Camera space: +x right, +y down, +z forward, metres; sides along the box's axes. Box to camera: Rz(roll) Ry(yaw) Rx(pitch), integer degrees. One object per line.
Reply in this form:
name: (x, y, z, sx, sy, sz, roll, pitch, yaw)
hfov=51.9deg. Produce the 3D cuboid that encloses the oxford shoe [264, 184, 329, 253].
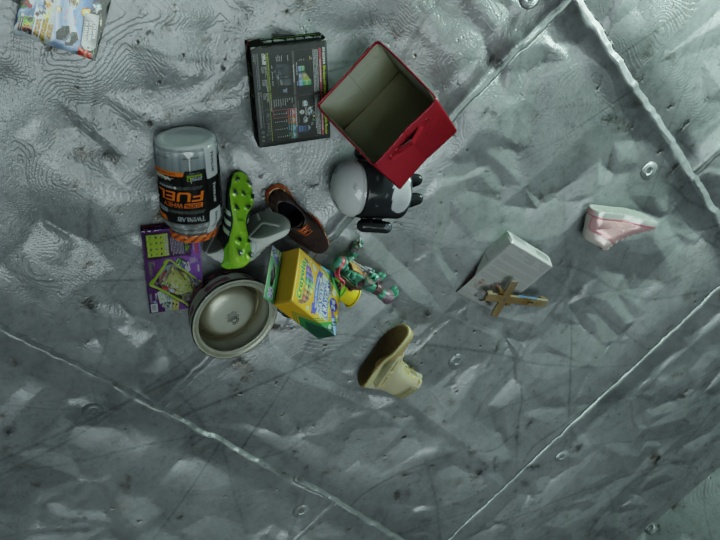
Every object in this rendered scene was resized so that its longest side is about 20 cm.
oxford shoe: (-0.131, -0.094, 1.582, 0.071, 0.073, 0.200, -41, 126, 6)

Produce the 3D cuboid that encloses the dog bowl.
dog bowl: (-0.285, 0.088, 1.614, 0.198, 0.074, 0.202, -19, 128, -25)

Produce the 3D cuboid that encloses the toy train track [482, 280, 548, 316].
toy train track: (0.394, 0.068, 1.888, 0.197, 0.033, 0.116, 8, 125, -27)

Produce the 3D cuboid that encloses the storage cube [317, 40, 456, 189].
storage cube: (0.056, -0.296, 1.434, 0.171, 0.200, 0.180, -45, 159, 8)

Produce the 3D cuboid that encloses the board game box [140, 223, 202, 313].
board game box: (-0.394, -0.006, 1.559, 0.118, 0.032, 0.202, -5, 122, -14)

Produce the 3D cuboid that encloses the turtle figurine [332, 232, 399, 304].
turtle figurine: (0.000, 0.000, 1.655, 0.100, 0.151, 0.200, -34, 138, 17)

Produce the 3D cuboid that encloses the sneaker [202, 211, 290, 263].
sneaker: (-0.228, -0.064, 1.551, 0.198, 0.071, 0.080, -17, 143, 19)

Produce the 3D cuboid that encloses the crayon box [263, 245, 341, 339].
crayon box: (-0.117, 0.044, 1.553, 0.051, 0.127, 0.200, -13, 145, 29)

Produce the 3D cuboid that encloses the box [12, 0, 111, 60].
box: (-0.485, -0.470, 1.231, 0.135, 0.040, 0.202, 14, 114, -27)

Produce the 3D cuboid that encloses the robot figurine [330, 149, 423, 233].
robot figurine: (0.032, -0.172, 1.572, 0.197, 0.151, 0.126, 0, 137, -22)

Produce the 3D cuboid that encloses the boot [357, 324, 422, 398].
boot: (0.105, 0.236, 1.879, 0.154, 0.073, 0.201, 25, 110, -31)

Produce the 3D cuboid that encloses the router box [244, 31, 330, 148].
router box: (-0.138, -0.349, 1.430, 0.148, 0.062, 0.202, -10, 123, -15)

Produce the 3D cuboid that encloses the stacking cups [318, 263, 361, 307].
stacking cups: (-0.091, 0.015, 1.683, 0.199, 0.061, 0.061, 31, 106, -28)

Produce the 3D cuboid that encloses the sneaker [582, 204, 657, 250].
sneaker: (0.656, -0.103, 1.891, 0.197, 0.076, 0.106, 6, 113, -16)

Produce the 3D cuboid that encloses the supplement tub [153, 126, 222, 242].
supplement tub: (-0.330, -0.164, 1.430, 0.121, 0.123, 0.202, -9, 123, -16)

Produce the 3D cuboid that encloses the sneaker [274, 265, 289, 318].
sneaker: (-0.158, 0.059, 1.644, 0.114, 0.076, 0.200, -13, 139, 29)

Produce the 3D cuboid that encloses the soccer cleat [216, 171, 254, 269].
soccer cleat: (-0.256, -0.101, 1.489, 0.080, 0.203, 0.067, -16, 158, 40)

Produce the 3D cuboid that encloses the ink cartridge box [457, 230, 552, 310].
ink cartridge box: (0.359, 0.007, 1.871, 0.160, 0.051, 0.200, 25, 126, -32)
